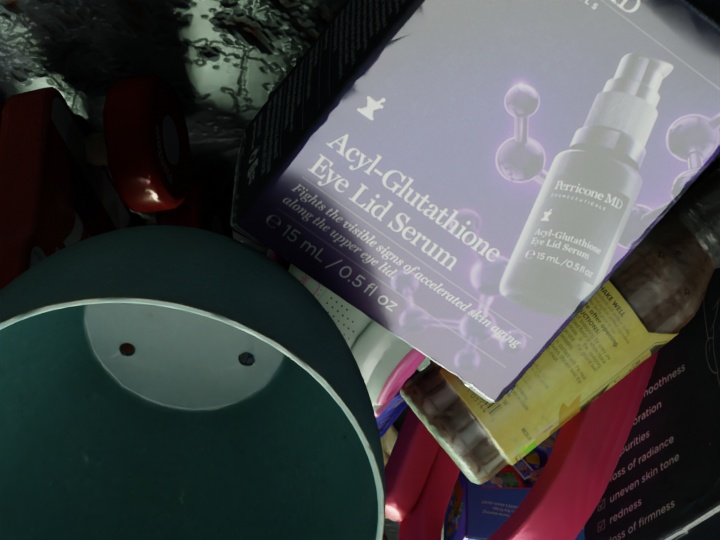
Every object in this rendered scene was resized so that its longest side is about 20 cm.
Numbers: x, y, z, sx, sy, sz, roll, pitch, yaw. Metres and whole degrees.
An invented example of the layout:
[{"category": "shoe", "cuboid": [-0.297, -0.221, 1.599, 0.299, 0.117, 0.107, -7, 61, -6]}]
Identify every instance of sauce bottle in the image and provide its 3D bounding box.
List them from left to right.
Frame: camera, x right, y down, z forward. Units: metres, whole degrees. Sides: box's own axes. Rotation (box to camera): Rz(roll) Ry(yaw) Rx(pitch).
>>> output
[{"category": "sauce bottle", "cuboid": [0.114, 0.018, 1.211, 0.200, 0.065, 0.065, -37, 137, -1]}]

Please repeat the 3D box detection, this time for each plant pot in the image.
[{"category": "plant pot", "cuboid": [-0.083, 0.059, 1.113, 0.199, 0.135, 0.201, 3, 122, 4]}]

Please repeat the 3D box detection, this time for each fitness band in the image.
[{"category": "fitness band", "cuboid": [0.079, 0.076, 1.288, 0.037, 0.200, 0.143, 39, 150, -28]}]

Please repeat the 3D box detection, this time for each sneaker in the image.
[{"category": "sneaker", "cuboid": [0.000, 0.000, 1.259, 0.088, 0.200, 0.081, 38, 99, -4]}]

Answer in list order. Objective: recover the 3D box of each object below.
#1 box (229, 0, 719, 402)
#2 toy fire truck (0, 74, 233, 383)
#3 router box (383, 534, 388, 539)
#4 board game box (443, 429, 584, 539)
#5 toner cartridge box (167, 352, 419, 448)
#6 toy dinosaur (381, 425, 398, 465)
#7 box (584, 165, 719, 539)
[{"category": "box", "cuboid": [0.060, -0.071, 1.111, 0.148, 0.104, 0.200, 33, 112, -15]}, {"category": "toy fire truck", "cuboid": [-0.135, 0.011, 1.262, 0.112, 0.168, 0.200, -7, 143, 13]}, {"category": "router box", "cuboid": [-0.057, 0.114, 1.390, 0.052, 0.200, 0.157, -41, 141, -12]}, {"category": "board game box", "cuboid": [0.146, 0.115, 1.416, 0.199, 0.135, 0.045, 10, 143, -10]}, {"category": "toner cartridge box", "cuboid": [-0.031, 0.050, 1.286, 0.095, 0.200, 0.043, 37, 99, 8]}, {"category": "toy dinosaur", "cuboid": [0.015, 0.108, 1.480, 0.106, 0.061, 0.200, 1, 144, 5]}, {"category": "box", "cuboid": [0.214, 0.051, 1.271, 0.124, 0.197, 0.200, 23, 139, -27]}]
